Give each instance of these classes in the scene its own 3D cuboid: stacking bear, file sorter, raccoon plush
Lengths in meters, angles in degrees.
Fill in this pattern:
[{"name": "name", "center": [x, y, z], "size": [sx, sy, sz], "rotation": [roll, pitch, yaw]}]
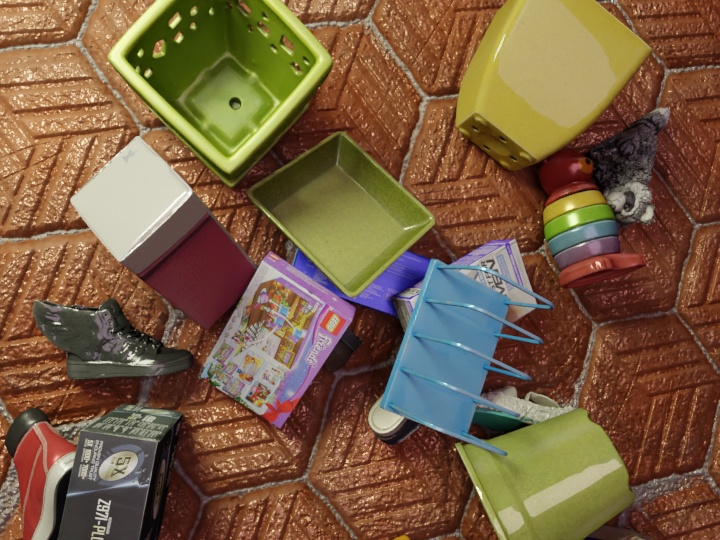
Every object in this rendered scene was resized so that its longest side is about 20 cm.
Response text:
[{"name": "stacking bear", "center": [0.327, -0.086, 0.903], "size": [0.119, 0.113, 0.205], "rotation": [-5, 75, -28]}, {"name": "file sorter", "center": [0.139, 0.107, 0.750], "size": [0.137, 0.122, 0.204], "rotation": [24, 81, -24]}, {"name": "raccoon plush", "center": [0.450, -0.158, 0.943], "size": [0.197, 0.097, 0.136], "rotation": [-31, 100, -11]}]

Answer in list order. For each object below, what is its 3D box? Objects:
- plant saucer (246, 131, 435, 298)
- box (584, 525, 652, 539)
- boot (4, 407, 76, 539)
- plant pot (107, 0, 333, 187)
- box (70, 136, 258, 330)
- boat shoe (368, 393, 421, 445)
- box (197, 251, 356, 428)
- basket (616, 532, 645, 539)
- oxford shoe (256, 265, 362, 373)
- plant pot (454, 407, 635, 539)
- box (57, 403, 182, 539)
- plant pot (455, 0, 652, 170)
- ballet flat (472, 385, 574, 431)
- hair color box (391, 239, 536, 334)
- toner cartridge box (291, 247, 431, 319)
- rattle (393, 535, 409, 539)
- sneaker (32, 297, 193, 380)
[{"name": "plant saucer", "center": [-0.025, -0.074, 0.824], "size": [0.199, 0.048, 0.199], "rotation": [44, 55, 9]}, {"name": "box", "center": [0.337, 0.483, 0.865], "size": [0.179, 0.105, 0.206], "rotation": [11, 85, -10]}, {"name": "boot", "center": [-0.412, 0.284, 0.766], "size": [0.142, 0.072, 0.204], "rotation": [29, 109, 28]}, {"name": "plant pot", "center": [-0.173, -0.240, 0.782], "size": [0.200, 0.181, 0.200], "rotation": [43, 79, -4]}, {"name": "box", "center": [-0.228, -0.037, 0.732], "size": [0.109, 0.201, 0.127], "rotation": [-45, 61, -9]}, {"name": "boat shoe", "center": [0.095, 0.175, 0.876], "size": [0.199, 0.072, 0.063], "rotation": [-40, 137, -16]}, {"name": "box", "center": [-0.112, 0.096, 0.792], "size": [0.135, 0.039, 0.202], "rotation": [32, 112, -4]}, {"name": "basket", "center": [0.333, 0.471, 0.731], "size": [0.196, 0.161, 0.203], "rotation": [-20, 90, -12]}, {"name": "oxford shoe", "center": [-0.095, 0.069, 0.831], "size": [0.199, 0.073, 0.085], "rotation": [40, 85, -4]}, {"name": "plant pot", "center": [0.249, 0.285, 0.797], "size": [0.181, 0.200, 0.204], "rotation": [-26, 91, 1]}, {"name": "box", "center": [-0.281, 0.261, 0.717], "size": [0.084, 0.200, 0.168], "rotation": [10, 83, -8]}, {"name": "plant pot", "center": [0.246, -0.262, 0.863], "size": [0.192, 0.195, 0.202], "rotation": [34, 87, -6]}, {"name": "ballet flat", "center": [0.240, 0.211, 0.895], "size": [0.195, 0.072, 0.074], "rotation": [18, 83, -11]}, {"name": "hair color box", "center": [0.151, 0.046, 0.856], "size": [0.197, 0.065, 0.112], "rotation": [-28, 102, -21]}, {"name": "toner cartridge box", "center": [0.000, 0.000, 0.867], "size": [0.195, 0.043, 0.097], "rotation": [19, 82, -9]}, {"name": "rattle", "center": [0.068, 0.513, 0.851], "size": [0.129, 0.144, 0.202], "rotation": [-30, 109, 20]}, {"name": "sneaker", "center": [-0.323, 0.086, 0.792], "size": [0.194, 0.060, 0.107], "rotation": [-3, 91, -7]}]
